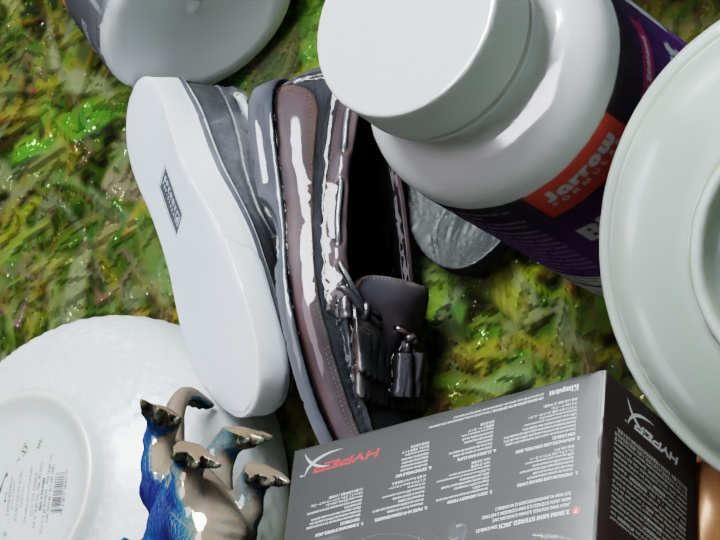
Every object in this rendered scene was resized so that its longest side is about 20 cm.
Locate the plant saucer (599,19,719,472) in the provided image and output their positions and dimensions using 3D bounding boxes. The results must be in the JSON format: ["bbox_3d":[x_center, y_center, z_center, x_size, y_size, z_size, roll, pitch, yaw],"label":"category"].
[{"bbox_3d":[0.175,-0.006,0.931,0.200,0.050,0.200,2,95,24],"label":"plant saucer"}]

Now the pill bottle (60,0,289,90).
[{"bbox_3d":[-0.122,-0.187,1.303,0.106,0.106,0.200,-46,51,14],"label":"pill bottle"}]

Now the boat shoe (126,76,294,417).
[{"bbox_3d":[-0.053,-0.015,1.207,0.200,0.068,0.072,-114,33,-42],"label":"boat shoe"}]

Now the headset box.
[{"bbox_3d":[0.043,0.154,0.969,0.149,0.077,0.200,-18,51,32],"label":"headset box"}]

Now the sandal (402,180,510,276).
[{"bbox_3d":[0.057,-0.098,1.170,0.075,0.048,0.201,7,77,39],"label":"sandal"}]

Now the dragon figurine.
[{"bbox_3d":[-0.076,0.112,1.076,0.100,0.059,0.200,-70,21,10],"label":"dragon figurine"}]

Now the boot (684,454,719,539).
[{"bbox_3d":[0.162,0.156,0.985,0.155,0.077,0.200,-17,55,27],"label":"boot"}]

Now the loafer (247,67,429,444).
[{"bbox_3d":[0.000,0.000,1.149,0.063,0.072,0.200,-21,72,23],"label":"loafer"}]

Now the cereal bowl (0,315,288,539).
[{"bbox_3d":[-0.135,0.111,1.210,0.200,0.083,0.200,-16,62,32],"label":"cereal bowl"}]

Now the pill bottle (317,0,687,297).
[{"bbox_3d":[0.073,-0.066,1.045,0.111,0.200,0.112,-14,65,33],"label":"pill bottle"}]
